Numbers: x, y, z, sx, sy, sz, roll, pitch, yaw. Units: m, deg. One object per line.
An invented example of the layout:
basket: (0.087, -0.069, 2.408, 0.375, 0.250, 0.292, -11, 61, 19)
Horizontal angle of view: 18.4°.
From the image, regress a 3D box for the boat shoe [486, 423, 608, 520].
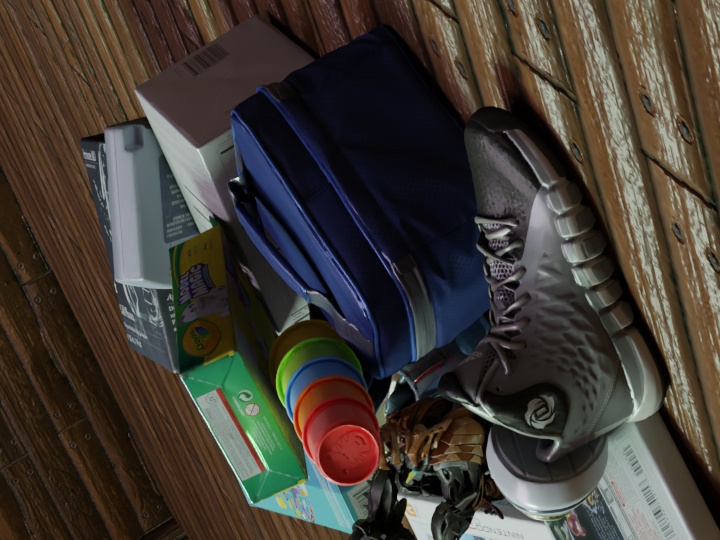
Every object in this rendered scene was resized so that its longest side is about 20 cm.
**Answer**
boat shoe: (0.111, 0.111, 1.338, 0.200, 0.071, 0.063, -80, -10, -73)

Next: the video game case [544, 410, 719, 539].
video game case: (0.184, 0.199, 1.342, 0.201, 0.023, 0.182, 64, 157, 13)

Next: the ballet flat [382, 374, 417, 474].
ballet flat: (0.040, 0.063, 1.645, 0.071, 0.069, 0.201, -108, 3, -48)

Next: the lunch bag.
lunch bag: (-0.002, -0.043, 1.380, 0.200, 0.132, 0.136, 53, 166, 22)

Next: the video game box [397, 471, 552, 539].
video game box: (0.131, 0.238, 1.596, 0.182, 0.047, 0.201, 6, 128, 54)

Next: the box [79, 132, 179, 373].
box: (-0.148, -0.030, 1.915, 0.200, 0.123, 0.198, -166, 64, -73)

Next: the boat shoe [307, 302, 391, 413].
boat shoe: (0.000, 0.000, 1.513, 0.069, 0.083, 0.202, 80, -179, -80)

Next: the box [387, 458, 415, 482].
box: (0.012, 0.090, 1.824, 0.075, 0.050, 0.201, 37, 154, 62)

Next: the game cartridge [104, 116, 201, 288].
game cartridge: (-0.128, -0.057, 1.695, 0.041, 0.200, 0.134, -2, 99, 29)

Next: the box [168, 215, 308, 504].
box: (-0.086, 0.054, 1.515, 0.200, 0.048, 0.118, -99, -15, -61)

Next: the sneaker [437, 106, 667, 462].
sneaker: (0.082, 0.018, 1.230, 0.201, 0.115, 0.075, 61, 167, -11)

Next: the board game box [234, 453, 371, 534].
board game box: (-0.062, 0.139, 1.900, 0.200, 0.047, 0.152, 6, 124, 59)

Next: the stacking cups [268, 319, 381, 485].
stacking cups: (-0.016, 0.080, 1.368, 0.061, 0.060, 0.200, 62, 177, -14)

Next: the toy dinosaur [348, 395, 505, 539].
toy dinosaur: (0.048, 0.126, 1.444, 0.102, 0.199, 0.137, 38, 114, 60)

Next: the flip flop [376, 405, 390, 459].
flip flop: (0.006, 0.083, 1.736, 0.201, 0.081, 0.058, 62, -152, -26)

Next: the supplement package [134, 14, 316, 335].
supplement package: (-0.064, -0.062, 1.622, 0.110, 0.113, 0.201, 43, 160, 49)

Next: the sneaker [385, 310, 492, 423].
sneaker: (0.055, 0.090, 1.546, 0.080, 0.095, 0.200, 55, 167, 25)
